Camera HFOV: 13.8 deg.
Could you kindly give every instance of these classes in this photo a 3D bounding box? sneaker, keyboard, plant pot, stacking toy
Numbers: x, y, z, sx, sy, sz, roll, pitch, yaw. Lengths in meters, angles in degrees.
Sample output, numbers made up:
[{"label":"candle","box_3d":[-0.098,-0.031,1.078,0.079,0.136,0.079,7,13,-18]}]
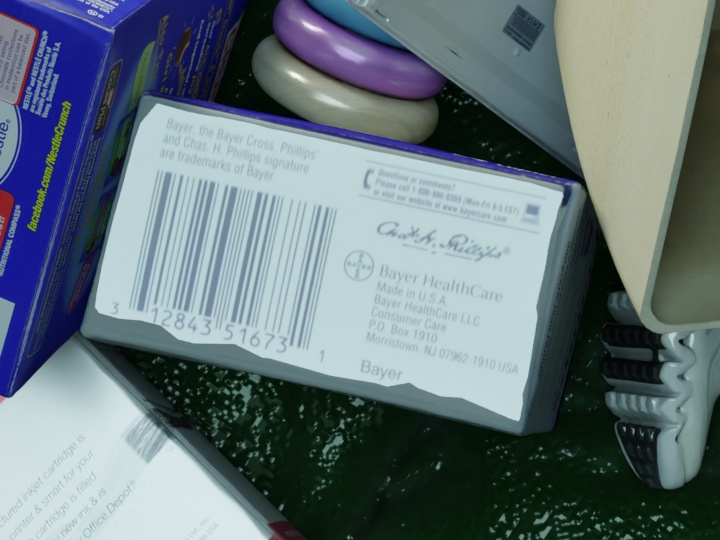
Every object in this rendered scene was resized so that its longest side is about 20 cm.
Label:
[{"label":"sneaker","box_3d":[0.153,-0.003,1.304,0.081,0.075,0.201,3,95,-21]},{"label":"keyboard","box_3d":[0.064,-0.097,1.269,0.011,0.200,0.057,24,85,41]},{"label":"plant pot","box_3d":[0.178,-0.115,1.174,0.198,0.177,0.201,-5,124,-21]},{"label":"stacking toy","box_3d":[0.024,-0.158,1.254,0.085,0.085,0.201,23,108,8]}]

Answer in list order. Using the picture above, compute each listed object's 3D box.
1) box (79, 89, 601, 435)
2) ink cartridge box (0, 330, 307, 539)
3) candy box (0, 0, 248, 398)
[{"label":"box","box_3d":[0.000,0.000,1.253,0.183,0.200,0.106,13,89,8]},{"label":"ink cartridge box","box_3d":[-0.123,0.123,1.319,0.200,0.085,0.146,44,92,6]},{"label":"candy box","box_3d":[-0.120,-0.065,1.248,0.077,0.200,0.170,23,114,9]}]
